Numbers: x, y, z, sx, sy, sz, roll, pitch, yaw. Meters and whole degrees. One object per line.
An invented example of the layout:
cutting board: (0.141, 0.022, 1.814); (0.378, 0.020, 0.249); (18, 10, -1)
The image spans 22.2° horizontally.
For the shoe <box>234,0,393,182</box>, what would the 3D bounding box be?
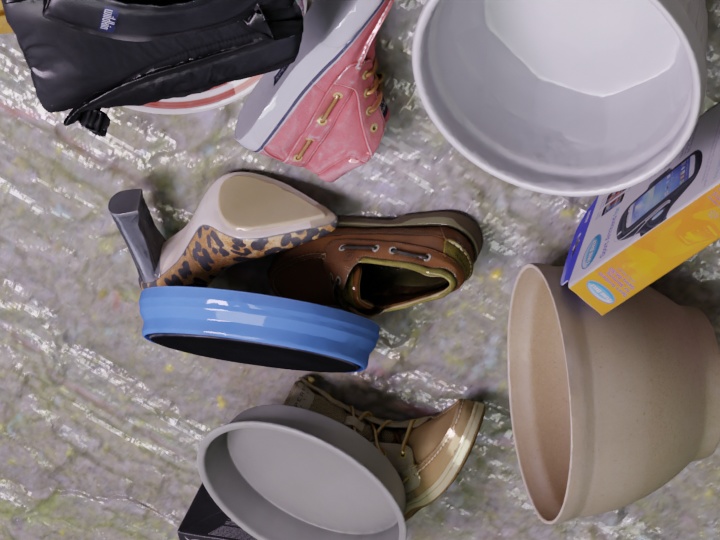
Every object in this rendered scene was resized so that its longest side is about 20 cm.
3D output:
shoe: (-0.008, -0.147, 1.370); (0.091, 0.072, 0.200); (25, 131, -21)

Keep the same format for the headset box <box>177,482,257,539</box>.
headset box: (-0.082, 0.309, 1.798); (0.149, 0.077, 0.200); (7, 130, 18)

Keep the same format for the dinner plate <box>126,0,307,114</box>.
dinner plate: (-0.140, -0.203, 1.367); (0.200, 0.024, 0.200); (-5, 132, -6)

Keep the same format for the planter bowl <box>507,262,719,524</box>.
planter bowl: (0.200, 0.090, 1.418); (0.135, 0.200, 0.200); (-4, 134, -9)

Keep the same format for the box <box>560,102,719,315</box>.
box: (0.224, -0.049, 1.313); (0.041, 0.119, 0.200); (38, 134, -12)

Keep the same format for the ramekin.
ramekin: (0.144, -0.160, 1.260); (0.200, 0.105, 0.200); (12, 133, 13)

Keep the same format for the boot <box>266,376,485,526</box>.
boot: (0.007, 0.143, 1.615); (0.155, 0.073, 0.200); (34, 140, -6)

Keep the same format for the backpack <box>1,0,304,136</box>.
backpack: (-0.139, -0.194, 1.275); (0.200, 0.127, 0.167); (-10, 150, 2)

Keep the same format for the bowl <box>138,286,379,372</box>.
bowl: (-0.086, 0.051, 1.514); (0.200, 0.039, 0.201); (8, 171, 1)

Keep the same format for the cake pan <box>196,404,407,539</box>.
cake pan: (-0.047, 0.189, 1.609); (0.200, 0.037, 0.200); (17, 140, 14)

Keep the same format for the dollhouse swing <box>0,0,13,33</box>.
dollhouse swing: (-0.259, -0.302, 1.362); (0.182, 0.176, 0.200); (49, 151, 40)

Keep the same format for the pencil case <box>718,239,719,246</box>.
pencil case: (0.339, 0.000, 1.332); (0.086, 0.083, 0.200); (-30, 114, 39)

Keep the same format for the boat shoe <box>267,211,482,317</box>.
boat shoe: (0.000, 0.000, 1.491); (0.200, 0.068, 0.072); (-14, 124, 34)

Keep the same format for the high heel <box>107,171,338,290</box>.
high heel: (-0.100, -0.013, 1.538); (0.200, 0.071, 0.143); (2, 142, 18)
